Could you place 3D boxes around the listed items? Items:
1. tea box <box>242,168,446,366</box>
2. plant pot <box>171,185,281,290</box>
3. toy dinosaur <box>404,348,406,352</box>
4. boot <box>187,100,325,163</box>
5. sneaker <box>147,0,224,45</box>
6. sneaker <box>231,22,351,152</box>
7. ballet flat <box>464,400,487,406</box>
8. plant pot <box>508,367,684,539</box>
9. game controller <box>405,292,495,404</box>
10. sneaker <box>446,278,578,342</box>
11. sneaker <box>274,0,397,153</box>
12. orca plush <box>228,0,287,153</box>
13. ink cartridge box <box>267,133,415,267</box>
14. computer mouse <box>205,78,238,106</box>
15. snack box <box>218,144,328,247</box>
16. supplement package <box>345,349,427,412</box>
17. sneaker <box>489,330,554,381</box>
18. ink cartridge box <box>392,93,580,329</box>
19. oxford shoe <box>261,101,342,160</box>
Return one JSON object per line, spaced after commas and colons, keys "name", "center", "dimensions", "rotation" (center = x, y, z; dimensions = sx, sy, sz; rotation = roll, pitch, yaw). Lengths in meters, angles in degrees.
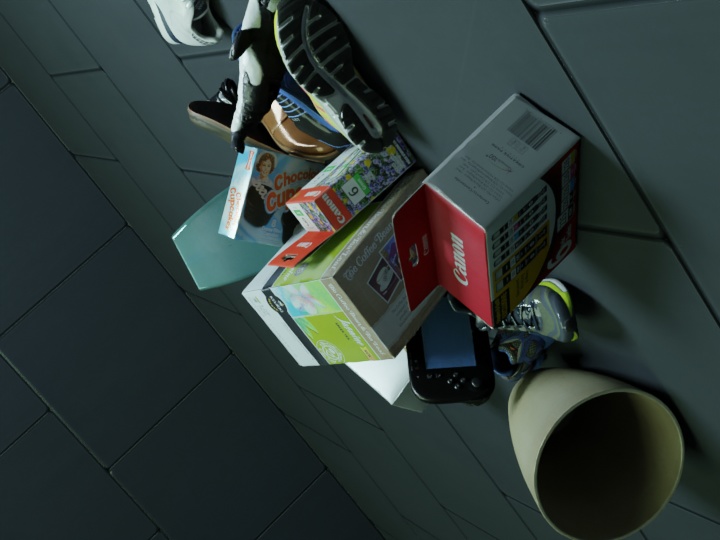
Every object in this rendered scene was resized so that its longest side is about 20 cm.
{"name": "tea box", "center": [0.000, 0.000, 1.486], "dimensions": [0.196, 0.200, 0.134], "rotation": [-11, 123, 53]}
{"name": "plant pot", "center": [-0.164, -0.059, 1.771], "dimensions": [0.142, 0.199, 0.141], "rotation": [62, -178, -2]}
{"name": "toy dinosaur", "center": [0.080, 0.068, 1.683], "dimensions": [0.198, 0.058, 0.102], "rotation": [-4, 123, 19]}
{"name": "boot", "center": [-0.150, -0.155, 1.638], "dimensions": [0.198, 0.097, 0.075], "rotation": [21, -147, -10]}
{"name": "sneaker", "center": [-0.245, -0.376, 1.576], "dimensions": [0.080, 0.077, 0.200], "rotation": [19, 155, 38]}
{"name": "sneaker", "center": [-0.083, -0.221, 1.492], "dimensions": [0.200, 0.070, 0.078], "rotation": [43, 158, 12]}
{"name": "ballet flat", "center": [0.127, 0.082, 1.583], "dimensions": [0.057, 0.066, 0.201], "rotation": [32, -145, -56]}
{"name": "plant pot", "center": [0.254, 0.195, 1.451], "dimensions": [0.188, 0.187, 0.200], "rotation": [53, 177, -21]}
{"name": "game controller", "center": [0.107, 0.081, 1.509], "dimensions": [0.042, 0.103, 0.201], "rotation": [101, 168, -48]}
{"name": "sneaker", "center": [0.176, 0.047, 1.398], "dimensions": [0.200, 0.080, 0.075], "rotation": [18, 127, 60]}
{"name": "sneaker", "center": [-0.040, -0.220, 1.373], "dimensions": [0.201, 0.078, 0.090], "rotation": [58, 172, -22]}
{"name": "orca plush", "center": [-0.103, -0.229, 1.390], "dimensions": [0.071, 0.202, 0.105], "rotation": [19, -176, 18]}
{"name": "ink cartridge box", "center": [-0.036, -0.086, 1.451], "dimensions": [0.050, 0.200, 0.109], "rotation": [52, 164, -15]}
{"name": "computer mouse", "center": [-0.176, -0.235, 1.738], "dimensions": [0.109, 0.044, 0.200], "rotation": [38, 176, -21]}
{"name": "snack box", "center": [-0.089, -0.088, 1.568], "dimensions": [0.037, 0.117, 0.199], "rotation": [20, -173, 40]}
{"name": "supplement package", "center": [0.035, 0.105, 1.840], "dimensions": [0.200, 0.118, 0.117], "rotation": [39, -174, 29]}
{"name": "sneaker", "center": [0.190, 0.102, 1.536], "dimensions": [0.075, 0.078, 0.200], "rotation": [44, 164, 15]}
{"name": "ink cartridge box", "center": [0.125, -0.038, 1.177], "dimensions": [0.084, 0.175, 0.200], "rotation": [39, 164, 26]}
{"name": "oxford shoe", "center": [-0.093, -0.207, 1.564], "dimensions": [0.200, 0.071, 0.072], "rotation": [38, 155, 33]}
